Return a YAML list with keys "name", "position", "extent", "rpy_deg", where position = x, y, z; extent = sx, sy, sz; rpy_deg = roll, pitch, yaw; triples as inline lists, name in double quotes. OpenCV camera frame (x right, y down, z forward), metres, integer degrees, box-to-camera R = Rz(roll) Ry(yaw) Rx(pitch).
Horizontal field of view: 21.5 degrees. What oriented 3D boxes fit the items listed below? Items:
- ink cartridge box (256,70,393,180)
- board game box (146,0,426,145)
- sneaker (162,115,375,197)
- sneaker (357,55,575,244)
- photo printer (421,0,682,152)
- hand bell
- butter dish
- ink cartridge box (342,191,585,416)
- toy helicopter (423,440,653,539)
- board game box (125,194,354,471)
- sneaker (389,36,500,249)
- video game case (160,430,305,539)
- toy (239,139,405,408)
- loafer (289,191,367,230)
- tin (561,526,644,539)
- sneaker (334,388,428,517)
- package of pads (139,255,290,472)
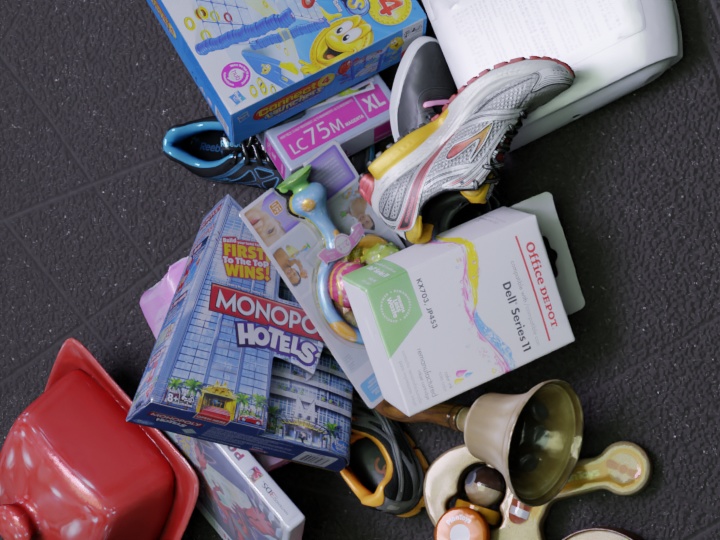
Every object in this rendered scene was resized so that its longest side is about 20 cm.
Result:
- name: "ink cartridge box"
  position: [-0.062, -0.184, 1.685]
  extent: [0.119, 0.042, 0.201]
  rpy_deg: [-28, 68, -14]
- name: "board game box"
  position: [-0.074, -0.241, 1.657]
  extent: [0.195, 0.056, 0.201]
  rpy_deg: [-28, 70, -13]
- name: "sneaker"
  position: [-0.084, -0.102, 1.710]
  extent: [0.198, 0.082, 0.074]
  rpy_deg: [1, 87, 23]
- name: "sneaker"
  position: [0.097, -0.098, 1.546]
  extent: [0.200, 0.078, 0.082]
  rpy_deg: [-40, 70, 12]
- name: "photo printer"
  position: [0.166, -0.212, 1.604]
  extent: [0.199, 0.069, 0.168]
  rpy_deg: [-26, 80, 21]
- name: "hand bell"
  position: [0.078, 0.123, 1.593]
  extent: [0.199, 0.104, 0.105]
  rpy_deg: [13, 95, 41]
- name: "butter dish"
  position: [-0.267, 0.203, 1.728]
  extent: [0.200, 0.147, 0.201]
  rpy_deg: [46, 138, 19]
- name: "ink cartridge box"
  position: [0.099, 0.024, 1.564]
  extent: [0.198, 0.067, 0.118]
  rpy_deg: [-24, 105, -14]
- name: "toy helicopter"
  position: [0.150, 0.173, 1.620]
  extent: [0.198, 0.079, 0.134]
  rpy_deg: [-12, 76, 13]
- name: "board game box"
  position: [-0.086, 0.048, 1.601]
  extent: [0.062, 0.198, 0.202]
  rpy_deg: [-35, 45, 55]
- name: "sneaker"
  position: [0.078, -0.099, 1.624]
  extent: [0.099, 0.070, 0.202]
  rpy_deg: [10, 101, 54]
- name: "video game case"
  position: [-0.119, 0.192, 1.678]
  extent: [0.023, 0.201, 0.182]
  rpy_deg: [-36, 71, -22]
- name: "toy"
  position: [0.000, 0.000, 1.593]
  extent: [0.201, 0.115, 0.047]
  rpy_deg: [55, 154, -6]
- name: "loafer"
  position: [-0.055, -0.018, 1.707]
  extent: [0.199, 0.071, 0.073]
  rpy_deg: [-27, 93, 37]
- name: "tin"
  position: [0.173, 0.296, 1.616]
  extent: [0.199, 0.042, 0.113]
  rpy_deg: [-36, 80, 20]
- name: "sneaker"
  position: [-0.011, 0.130, 1.678]
  extent: [0.078, 0.077, 0.201]
  rpy_deg: [-44, 72, 19]
- name: "package of pads"
  position: [-0.118, 0.086, 1.686]
  extent: [0.075, 0.120, 0.201]
  rpy_deg: [-26, 87, -20]
